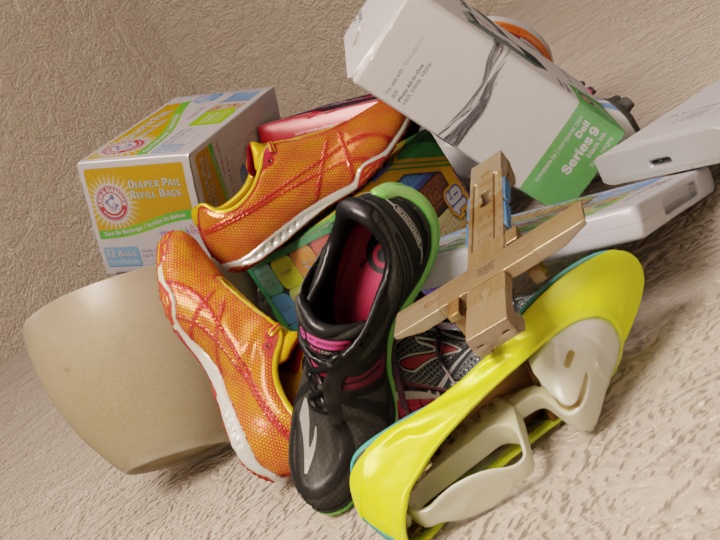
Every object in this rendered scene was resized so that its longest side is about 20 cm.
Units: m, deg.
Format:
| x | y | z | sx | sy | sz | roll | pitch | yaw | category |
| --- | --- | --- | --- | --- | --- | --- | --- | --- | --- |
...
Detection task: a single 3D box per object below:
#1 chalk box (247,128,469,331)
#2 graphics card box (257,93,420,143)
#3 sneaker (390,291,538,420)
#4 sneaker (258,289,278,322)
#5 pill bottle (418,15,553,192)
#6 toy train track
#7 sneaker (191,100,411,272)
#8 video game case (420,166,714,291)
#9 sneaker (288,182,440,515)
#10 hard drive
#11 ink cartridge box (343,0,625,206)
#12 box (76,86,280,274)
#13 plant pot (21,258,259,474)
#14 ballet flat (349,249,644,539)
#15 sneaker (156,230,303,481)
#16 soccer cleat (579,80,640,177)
| x | y | z | sx | sy | sz | roll | pitch | yaw | category |
| --- | --- | --- | --- | --- | --- | --- | --- | --- | --- |
| 0.000 | 0.000 | 0.861 | 0.124 | 0.125 | 0.200 | -22 | 17 | 46 | chalk box |
| -0.005 | -0.140 | 1.018 | 0.124 | 0.052 | 0.200 | -10 | 10 | 21 | graphics card box |
| 0.055 | 0.045 | 0.658 | 0.199 | 0.075 | 0.081 | -21 | 18 | 46 | sneaker |
| -0.052 | 0.035 | 1.023 | 0.114 | 0.075 | 0.201 | -24 | 25 | 22 | sneaker |
| 0.113 | -0.136 | 1.002 | 0.109 | 0.109 | 0.202 | -21 | 38 | 46 | pill bottle |
| 0.076 | -0.010 | 0.572 | 0.114 | 0.033 | 0.201 | -32 | 21 | 22 | toy train track |
| -0.041 | -0.082 | 0.813 | 0.199 | 0.078 | 0.073 | -38 | 10 | -16 | sneaker |
| 0.115 | -0.025 | 0.693 | 0.198 | 0.022 | 0.181 | -15 | 4 | 33 | video game case |
| -0.014 | 0.045 | 0.621 | 0.076 | 0.203 | 0.083 | 17 | 9 | 34 | sneaker |
| 0.279 | -0.123 | 0.752 | 0.199 | 0.027 | 0.131 | -31 | 9 | -23 | hard drive |
| 0.091 | -0.148 | 0.827 | 0.084 | 0.198 | 0.146 | -54 | 18 | 19 | ink cartridge box |
| -0.150 | -0.085 | 0.946 | 0.111 | 0.103 | 0.200 | -3 | 24 | 18 | box |
| -0.166 | 0.090 | 0.875 | 0.197 | 0.136 | 0.201 | -18 | -13 | -4 | plant pot |
| 0.083 | 0.071 | 0.542 | 0.199 | 0.067 | 0.067 | -38 | 33 | -3 | ballet flat |
| -0.081 | 0.050 | 0.748 | 0.077 | 0.201 | 0.073 | -36 | -19 | 8 | sneaker |
| 0.189 | -0.124 | 0.956 | 0.086 | 0.070 | 0.200 | -34 | 12 | 1 | soccer cleat |
